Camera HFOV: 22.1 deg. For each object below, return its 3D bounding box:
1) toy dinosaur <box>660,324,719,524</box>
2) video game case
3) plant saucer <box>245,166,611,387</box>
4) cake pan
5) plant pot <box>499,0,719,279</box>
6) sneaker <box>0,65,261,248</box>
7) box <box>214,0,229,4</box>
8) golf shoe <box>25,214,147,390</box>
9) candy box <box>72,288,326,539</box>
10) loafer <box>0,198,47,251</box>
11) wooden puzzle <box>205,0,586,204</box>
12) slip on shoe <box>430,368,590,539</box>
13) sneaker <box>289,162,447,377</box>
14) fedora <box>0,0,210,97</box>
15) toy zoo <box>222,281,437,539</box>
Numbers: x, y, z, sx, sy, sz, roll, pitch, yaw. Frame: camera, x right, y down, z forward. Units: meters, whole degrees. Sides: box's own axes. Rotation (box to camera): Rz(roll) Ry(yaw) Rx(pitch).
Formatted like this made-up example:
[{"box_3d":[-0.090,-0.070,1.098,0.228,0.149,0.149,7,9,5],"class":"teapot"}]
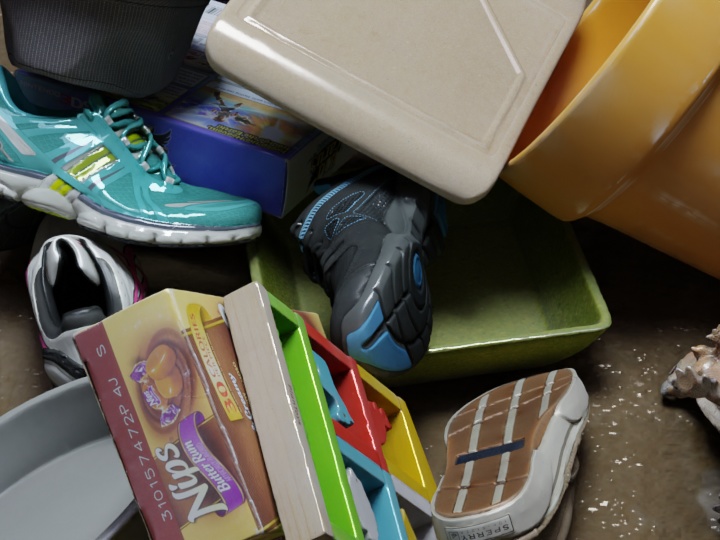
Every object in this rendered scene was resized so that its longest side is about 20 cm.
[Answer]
[{"box_3d":[0.244,0.078,0.975,0.199,0.086,0.135,24,37,25],"class":"toy dinosaur"},{"box_3d":[-0.095,-0.116,1.210,0.199,0.046,0.181,19,32,19],"class":"video game case"},{"box_3d":[0.033,0.007,1.120,0.199,0.048,0.200,-7,36,-5],"class":"plant saucer"},{"box_3d":[-0.165,0.127,0.920,0.199,0.037,0.201,-25,25,12],"class":"cake pan"},{"box_3d":[0.209,-0.085,1.095,0.183,0.200,0.201,37,39,-7],"class":"plant pot"},{"box_3d":[-0.150,-0.064,1.103,0.199,0.080,0.078,20,7,4],"class":"sneaker"},{"box_3d":[-0.119,-0.221,1.364,0.199,0.141,0.079,3,77,11],"class":"box"},{"box_3d":[-0.163,0.008,1.101,0.072,0.093,0.200,-12,35,-10],"class":"golf shoe"},{"box_3d":[-0.053,0.078,0.882,0.056,0.117,0.200,-26,-11,16],"class":"candy box"},{"box_3d":[-0.195,-0.073,1.224,0.063,0.072,0.200,47,45,13],"class":"loafer"},{"box_3d":[0.025,-0.144,1.105,0.184,0.037,0.200,28,52,2],"class":"wooden puzzle"},{"box_3d":[0.084,0.111,0.964,0.076,0.061,0.200,-16,14,15],"class":"slip on shoe"},{"box_3d":[0.000,0.000,1.039,0.081,0.074,0.200,-3,25,11],"class":"sneaker"},{"box_3d":[-0.162,-0.159,1.119,0.176,0.091,0.200,14,12,4],"class":"fedora"},{"box_3d":[0.003,0.100,0.888,0.020,0.200,0.132,-26,58,14],"class":"toy zoo"}]
